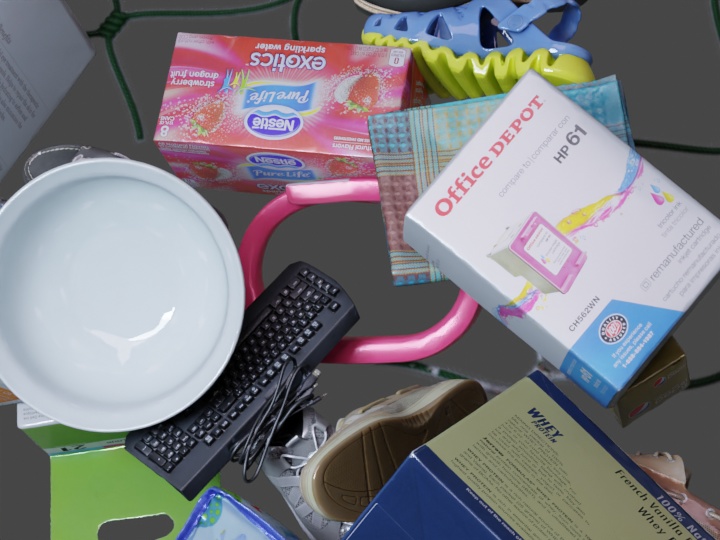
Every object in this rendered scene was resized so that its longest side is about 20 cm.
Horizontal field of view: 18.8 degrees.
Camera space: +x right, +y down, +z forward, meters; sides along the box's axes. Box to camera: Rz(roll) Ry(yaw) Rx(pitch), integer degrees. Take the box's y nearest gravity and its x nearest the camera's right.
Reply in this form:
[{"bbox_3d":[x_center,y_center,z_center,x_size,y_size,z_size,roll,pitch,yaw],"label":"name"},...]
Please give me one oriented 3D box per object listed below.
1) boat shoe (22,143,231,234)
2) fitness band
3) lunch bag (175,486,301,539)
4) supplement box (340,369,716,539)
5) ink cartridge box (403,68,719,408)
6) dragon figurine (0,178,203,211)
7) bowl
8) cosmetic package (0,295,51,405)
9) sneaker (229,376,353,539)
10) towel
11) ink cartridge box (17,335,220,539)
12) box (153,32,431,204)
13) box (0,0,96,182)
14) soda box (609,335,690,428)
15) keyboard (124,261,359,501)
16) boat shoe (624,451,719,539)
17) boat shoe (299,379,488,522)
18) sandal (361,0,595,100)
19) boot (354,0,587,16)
[{"bbox_3d":[-0.194,-0.063,1.764,0.199,0.057,0.067,23,75,20],"label":"boat shoe"},{"bbox_3d":[0.000,0.000,1.677,0.199,0.037,0.144,-1,96,14],"label":"fitness band"},{"bbox_3d":[-0.043,0.262,1.534,0.200,0.170,0.128,39,84,24],"label":"lunch bag"},{"bbox_3d":[0.112,0.203,1.462,0.200,0.200,0.134,44,120,12],"label":"supplement box"},{"bbox_3d":[0.148,-0.023,1.555,0.200,0.085,0.145,39,82,10],"label":"ink cartridge box"},{"bbox_3d":[-0.205,-0.050,1.703,0.199,0.059,0.100,29,115,17],"label":"dragon figurine"},{"bbox_3d":[-0.180,0.013,1.609,0.200,0.090,0.202,0,97,3],"label":"bowl"},{"bbox_3d":[-0.341,0.066,1.676,0.199,0.101,0.072,-12,66,40],"label":"cosmetic package"},{"bbox_3d":[-0.036,0.151,1.626,0.200,0.082,0.075,38,80,24],"label":"sneaker"},{"bbox_3d":[0.112,-0.068,1.630,0.199,0.022,0.147,-8,66,-2],"label":"towel"},{"bbox_3d":[-0.184,0.122,1.675,0.147,0.076,0.201,-9,65,9],"label":"ink cartridge box"},{"bbox_3d":[-0.052,-0.120,1.734,0.199,0.096,0.100,6,70,15],"label":"box"},{"bbox_3d":[-0.361,-0.201,1.781,0.200,0.199,0.172,31,77,22],"label":"box"},{"bbox_3d":[0.169,0.015,1.643,0.064,0.068,0.200,-32,65,-2],"label":"soda box"},{"bbox_3d":[-0.080,0.077,1.605,0.104,0.040,0.200,33,72,28],"label":"keyboard"},{"bbox_3d":[0.209,0.167,1.574,0.200,0.076,0.072,38,76,14],"label":"boat shoe"},{"bbox_3d":[0.015,0.129,1.581,0.065,0.200,0.072,-1,107,39],"label":"boat shoe"},{"bbox_3d":[0.098,-0.184,1.733,0.199,0.080,0.087,9,71,18],"label":"sandal"},{"bbox_3d":[0.081,-0.264,1.740,0.199,0.138,0.078,-7,66,11],"label":"boot"}]
